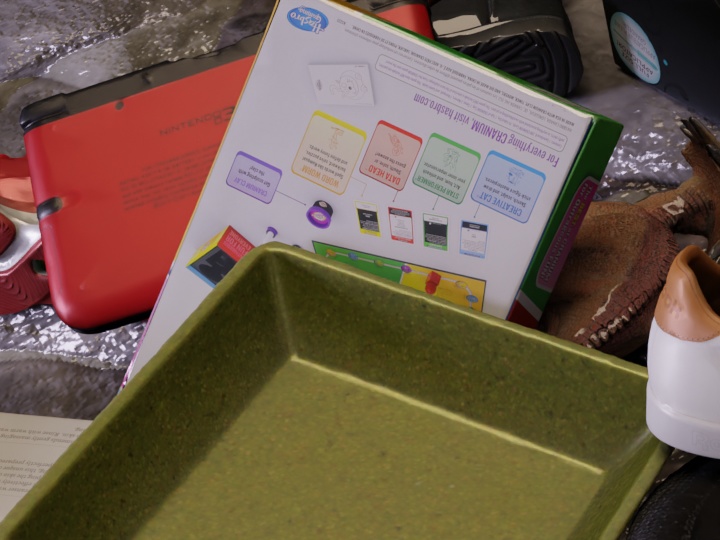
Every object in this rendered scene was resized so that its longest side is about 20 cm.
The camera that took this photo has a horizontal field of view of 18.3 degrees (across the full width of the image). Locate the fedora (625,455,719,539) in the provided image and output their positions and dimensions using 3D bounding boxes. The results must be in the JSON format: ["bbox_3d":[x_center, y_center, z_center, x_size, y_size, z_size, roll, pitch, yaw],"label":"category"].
[{"bbox_3d":[0.185,0.129,0.785,0.200,0.092,0.201,-6,25,3],"label":"fedora"}]

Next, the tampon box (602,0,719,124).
[{"bbox_3d":[0.198,-0.182,1.087,0.126,0.200,0.150,-31,38,-17],"label":"tampon box"}]

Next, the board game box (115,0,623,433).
[{"bbox_3d":[0.000,0.000,0.933,0.153,0.200,0.040,27,9,22],"label":"board game box"}]

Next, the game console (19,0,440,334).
[{"bbox_3d":[-0.047,-0.057,1.063,0.200,0.119,0.173,-18,66,10],"label":"game console"}]

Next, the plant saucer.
[{"bbox_3d":[-0.002,0.090,0.833,0.199,0.048,0.200,19,44,22],"label":"plant saucer"}]

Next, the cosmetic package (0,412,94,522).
[{"bbox_3d":[-0.154,0.154,0.898,0.107,0.085,0.200,4,43,26],"label":"cosmetic package"}]

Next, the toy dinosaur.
[{"bbox_3d":[0.112,0.001,0.969,0.135,0.086,0.200,-8,35,28],"label":"toy dinosaur"}]

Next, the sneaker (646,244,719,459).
[{"bbox_3d":[0.200,0.029,0.780,0.199,0.085,0.073,4,26,13],"label":"sneaker"}]

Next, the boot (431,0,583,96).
[{"bbox_3d":[0.030,-0.157,1.228,0.164,0.066,0.200,-6,41,0],"label":"boot"}]

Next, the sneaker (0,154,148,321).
[{"bbox_3d":[-0.159,-0.035,1.159,0.199,0.079,0.116,14,37,17],"label":"sneaker"}]
